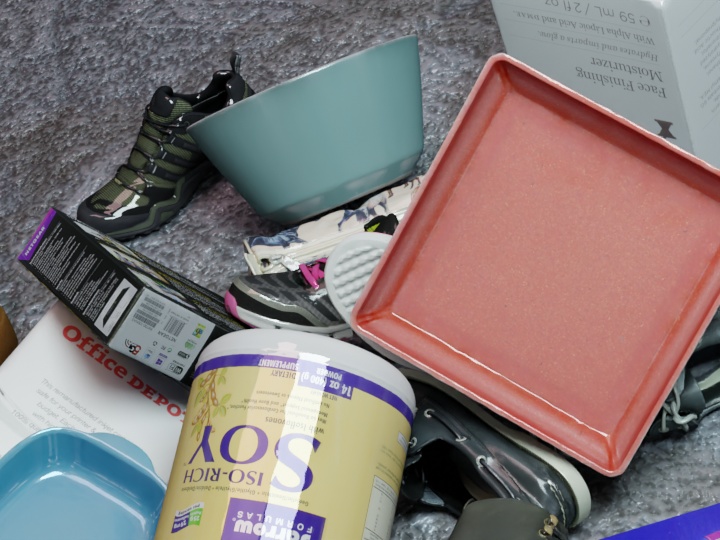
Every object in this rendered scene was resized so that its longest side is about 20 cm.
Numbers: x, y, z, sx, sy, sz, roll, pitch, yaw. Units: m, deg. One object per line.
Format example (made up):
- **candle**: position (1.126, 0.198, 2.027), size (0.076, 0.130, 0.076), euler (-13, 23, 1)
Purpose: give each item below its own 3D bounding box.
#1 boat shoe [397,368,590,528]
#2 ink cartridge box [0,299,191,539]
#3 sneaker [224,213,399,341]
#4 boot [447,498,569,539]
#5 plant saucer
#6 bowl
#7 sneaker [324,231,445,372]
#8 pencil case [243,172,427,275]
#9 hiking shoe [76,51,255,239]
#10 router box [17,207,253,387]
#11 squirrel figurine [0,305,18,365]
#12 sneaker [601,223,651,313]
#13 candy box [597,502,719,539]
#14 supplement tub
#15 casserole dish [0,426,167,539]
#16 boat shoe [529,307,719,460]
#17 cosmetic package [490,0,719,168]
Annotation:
- **boat shoe**: position (0.055, 0.128, 1.171), size (0.199, 0.075, 0.066), euler (30, 49, 35)
- **ink cartridge box**: position (-0.213, 0.143, 1.226), size (0.146, 0.084, 0.200), euler (36, 55, 2)
- **sneaker**: position (0.000, 0.000, 1.288), size (0.200, 0.088, 0.074), euler (-1, 20, -13)
- **boot**: position (0.106, 0.182, 0.957), size (0.200, 0.078, 0.138), euler (5, 44, 34)
- **plant saucer**: position (0.125, -0.004, 1.122), size (0.199, 0.037, 0.200), euler (30, 97, 9)
- **bowl**: position (-0.030, -0.104, 1.431), size (0.201, 0.105, 0.201), euler (-21, 4, 2)
- **sneaker**: position (0.063, 0.027, 1.220), size (0.075, 0.200, 0.105), euler (-62, 12, 13)
- **pencil case**: position (0.010, -0.022, 1.363), size (0.200, 0.078, 0.089), euler (-22, -6, 1)
- **hiking shoe**: position (-0.174, -0.110, 1.548), size (0.200, 0.101, 0.076), euler (-38, 39, -19)
- **router box**: position (-0.128, 0.039, 1.269), size (0.051, 0.200, 0.149), euler (-57, 41, 2)
- **squirrel figurine**: position (-0.365, 0.035, 1.448), size (0.186, 0.142, 0.200), euler (-4, 43, 13)
- **sneaker**: position (0.201, -0.030, 1.223), size (0.079, 0.096, 0.200), euler (-13, 6, 20)
- **candy box**: position (0.171, 0.226, 0.991), size (0.200, 0.077, 0.169), euler (-17, 39, 7)
- **supplement tub**: position (-0.051, 0.152, 1.102), size (0.145, 0.145, 0.200), euler (0, 64, 26)
- **casserole dish**: position (-0.203, 0.182, 1.114), size (0.121, 0.039, 0.200), euler (28, 48, 16)
- **boat shoe**: position (0.204, 0.071, 1.166), size (0.200, 0.073, 0.062), euler (-27, 34, -14)
- **cosmetic package**: position (0.224, -0.179, 1.349), size (0.165, 0.200, 0.165), euler (19, 53, 41)
